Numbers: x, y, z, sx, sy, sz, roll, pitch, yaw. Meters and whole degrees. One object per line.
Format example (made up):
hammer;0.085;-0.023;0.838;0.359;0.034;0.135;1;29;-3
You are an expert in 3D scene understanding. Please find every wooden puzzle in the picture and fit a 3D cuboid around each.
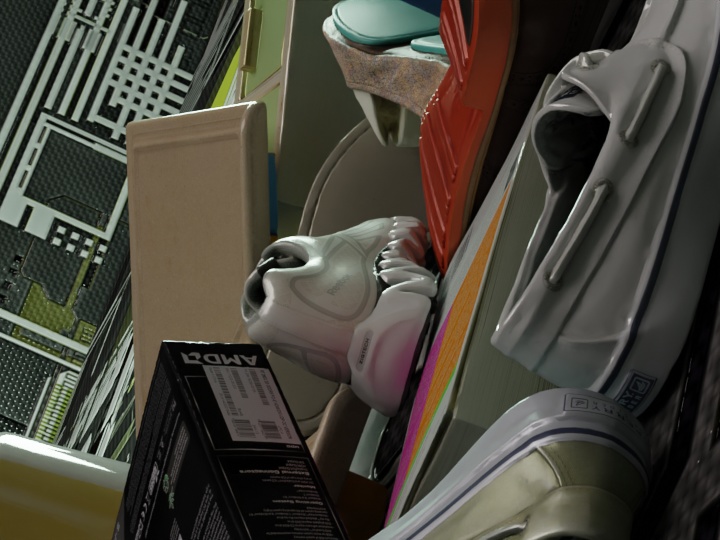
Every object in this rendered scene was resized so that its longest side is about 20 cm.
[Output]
wooden puzzle;-0.083;0.006;1.362;0.200;0.037;0.187;178;90;-66
wooden puzzle;-0.039;0.166;1.165;0.200;0.046;0.186;123;169;-68

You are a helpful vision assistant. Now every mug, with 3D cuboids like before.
mug;-0.136;0.145;1.156;0.187;0.152;0.150;126;167;-70

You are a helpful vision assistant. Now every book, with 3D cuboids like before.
book;0.048;0.035;0.976;0.201;0.048;0.134;-75;8;-46

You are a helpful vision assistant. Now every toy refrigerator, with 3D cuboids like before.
toy refrigerator;-0.030;-0.117;1.398;0.076;0.069;0.202;-28;53;59

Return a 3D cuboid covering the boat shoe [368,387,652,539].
boat shoe;0.025;0.118;0.805;0.200;0.072;0.062;-56;10;37

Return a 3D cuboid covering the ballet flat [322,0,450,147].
ballet flat;0.031;-0.089;1.217;0.200;0.067;0.068;-144;49;-65

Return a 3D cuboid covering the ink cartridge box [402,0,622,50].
ink cartridge box;0.078;-0.222;1.128;0.145;0.146;0.201;-88;23;-68

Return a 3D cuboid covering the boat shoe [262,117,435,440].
boat shoe;0.000;0.000;1.264;0.063;0.072;0.201;85;-150;-69

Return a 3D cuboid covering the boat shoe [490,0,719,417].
boat shoe;0.092;-0.047;0.850;0.074;0.065;0.201;125;166;-51

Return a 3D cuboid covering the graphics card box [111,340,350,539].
graphics card box;-0.048;0.135;0.989;0.200;0.050;0.126;-120;39;-51

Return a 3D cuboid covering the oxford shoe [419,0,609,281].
oxford shoe;0.068;-0.061;1.078;0.201;0.072;0.072;100;162;-52

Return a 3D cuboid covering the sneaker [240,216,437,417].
sneaker;-0.012;0.008;1.124;0.200;0.080;0.076;-103;28;-82
